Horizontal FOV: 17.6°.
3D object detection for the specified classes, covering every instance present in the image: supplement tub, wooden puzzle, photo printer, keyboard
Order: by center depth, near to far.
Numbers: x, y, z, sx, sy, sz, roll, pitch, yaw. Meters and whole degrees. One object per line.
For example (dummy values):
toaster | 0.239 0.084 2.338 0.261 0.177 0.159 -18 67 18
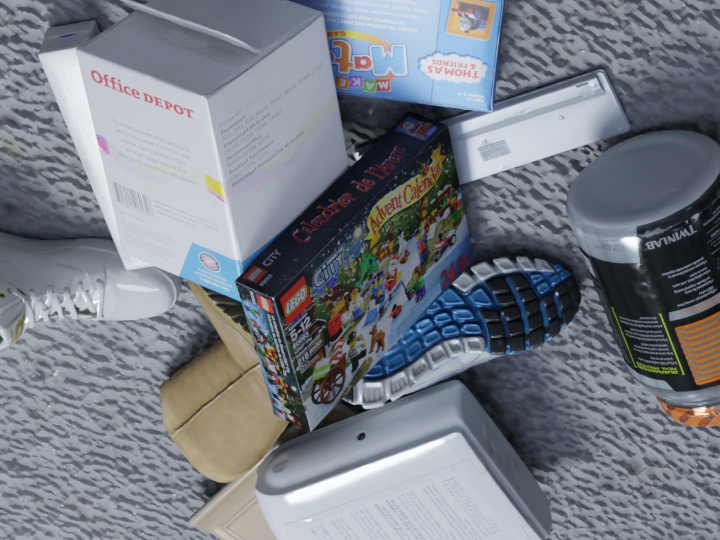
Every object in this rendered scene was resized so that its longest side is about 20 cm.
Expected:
supplement tub | 0.234 0.009 1.680 0.122 0.123 0.200 -13 124 17
keyboard | 0.095 -0.094 1.695 0.200 0.011 0.056 -17 128 20
photo printer | 0.028 0.182 1.833 0.200 0.069 0.166 -22 128 20
wooden puzzle | -0.012 0.200 1.921 0.200 0.037 0.185 33 124 -22

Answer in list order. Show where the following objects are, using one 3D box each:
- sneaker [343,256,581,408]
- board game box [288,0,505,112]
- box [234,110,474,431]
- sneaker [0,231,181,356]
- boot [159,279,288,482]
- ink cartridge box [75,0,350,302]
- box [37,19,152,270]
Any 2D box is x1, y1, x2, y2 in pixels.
sneaker | 0.072 0.046 1.775 0.200 0.087 0.075 -21 82 3
board game box | 0.027 -0.208 1.600 0.151 0.037 0.200 7 127 3
box | 0.000 0.000 1.658 0.038 0.200 0.137 23 144 33
sneaker | -0.242 0.029 1.771 0.200 0.116 0.074 7 126 1
boot | -0.113 0.064 1.789 0.175 0.066 0.200 56 146 5
ink cartridge box | -0.099 -0.104 1.613 0.129 0.125 0.200 22 136 35
box | -0.184 -0.090 1.719 0.041 0.039 0.200 -10 125 14
